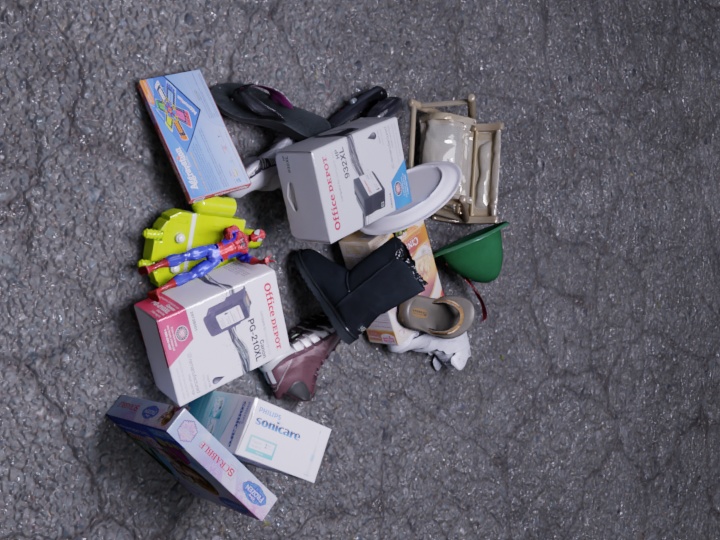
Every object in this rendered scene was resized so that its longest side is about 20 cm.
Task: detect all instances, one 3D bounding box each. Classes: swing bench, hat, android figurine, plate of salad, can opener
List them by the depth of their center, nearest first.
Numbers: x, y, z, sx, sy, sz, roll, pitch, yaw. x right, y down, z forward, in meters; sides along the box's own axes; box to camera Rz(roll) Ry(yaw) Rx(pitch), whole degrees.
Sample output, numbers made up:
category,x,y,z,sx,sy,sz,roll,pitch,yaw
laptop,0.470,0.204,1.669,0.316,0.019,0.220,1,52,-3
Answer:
category,x,y,z,sx,sy,sz,roll,pitch,yaw
android figurine,-0.243,-0.026,1.324,0.199,0.041,0.183,7,100,-41
plate of salad,0.084,-0.117,1.478,0.200,0.199,0.048,-50,124,-29
can opener,-0.020,-0.260,1.527,0.200,0.079,0.064,-35,102,-21
hat,0.235,0.018,1.634,0.200,0.165,0.177,-28,95,-61
swing bench,0.177,-0.201,1.635,0.200,0.129,0.200,18,74,-63

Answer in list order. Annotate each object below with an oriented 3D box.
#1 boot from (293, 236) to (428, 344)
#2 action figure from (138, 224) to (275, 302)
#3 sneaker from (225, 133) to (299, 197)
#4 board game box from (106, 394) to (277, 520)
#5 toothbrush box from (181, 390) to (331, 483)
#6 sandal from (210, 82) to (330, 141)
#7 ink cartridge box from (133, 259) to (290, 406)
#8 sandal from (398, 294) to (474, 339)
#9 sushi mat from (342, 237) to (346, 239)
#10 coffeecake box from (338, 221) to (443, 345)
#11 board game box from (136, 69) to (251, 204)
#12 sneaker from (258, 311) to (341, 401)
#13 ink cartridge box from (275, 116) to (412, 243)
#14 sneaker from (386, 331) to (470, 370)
category,x,y,z,sx,sy,sz,roll,pitch,yaw
boot,0.000,0.000,1.418,0.168,0.200,0.076,-38,147,6
action figure,-0.208,-0.018,1.264,0.200,0.099,0.066,-29,108,-35
sneaker,-0.126,-0.145,1.412,0.200,0.075,0.115,-42,113,-34
board game box,-0.240,0.261,1.231,0.200,0.200,0.041,51,61,-25
toothbrush box,-0.164,0.240,1.293,0.146,0.199,0.086,30,69,-35
sandal,-0.139,-0.261,1.380,0.199,0.048,0.076,19,49,-4
ink cartridge box,-0.215,0.086,1.301,0.199,0.084,0.146,-25,120,-31
sandal,0.146,0.077,1.550,0.199,0.054,0.082,15,79,-47
sushi mat,-0.028,-0.112,1.481,0.200,0.012,0.096,52,50,-62
coffeecake box,0.060,0.007,1.546,0.153,0.073,0.201,-37,120,-40
board game box,-0.248,-0.203,1.308,0.103,0.019,0.201,-19,79,-32
sneaker,-0.078,0.148,1.460,0.199,0.076,0.116,-27,112,-28
ink cartridge box,-0.022,-0.143,1.358,0.200,0.083,0.146,-29,116,-41
sneaker,0.136,0.141,1.625,0.199,0.075,0.116,-23,100,-41
